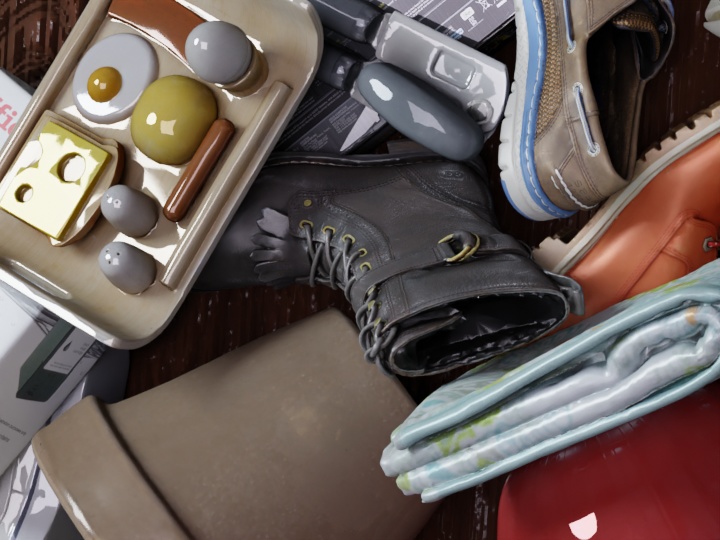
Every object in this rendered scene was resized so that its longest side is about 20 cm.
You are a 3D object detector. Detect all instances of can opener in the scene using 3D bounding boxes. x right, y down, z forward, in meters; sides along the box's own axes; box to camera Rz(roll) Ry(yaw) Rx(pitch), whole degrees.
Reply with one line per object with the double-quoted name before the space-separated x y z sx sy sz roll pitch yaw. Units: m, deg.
"can opener" -0.013 -0.121 1.378 0.200 0.066 0.053 29 102 19

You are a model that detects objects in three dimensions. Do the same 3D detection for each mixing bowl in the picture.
"mixing bowl" 0.144 0.119 1.309 0.200 0.200 0.108 -26 87 17

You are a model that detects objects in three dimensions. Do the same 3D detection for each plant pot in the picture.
"plant pot" -0.046 0.115 1.393 0.175 0.200 0.200 -37 80 -1

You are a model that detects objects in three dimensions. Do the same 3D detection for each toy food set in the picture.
"toy food set" -0.125 -0.076 1.357 0.143 0.060 0.200 29 85 27

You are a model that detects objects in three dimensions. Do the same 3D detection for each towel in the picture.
"towel" 0.121 0.041 1.270 0.200 0.171 0.048 -25 91 27

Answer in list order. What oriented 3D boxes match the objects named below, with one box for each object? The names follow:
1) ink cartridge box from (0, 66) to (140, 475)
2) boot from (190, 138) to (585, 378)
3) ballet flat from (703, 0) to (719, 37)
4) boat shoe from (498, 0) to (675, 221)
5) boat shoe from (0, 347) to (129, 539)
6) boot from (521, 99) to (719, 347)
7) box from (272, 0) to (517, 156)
"ink cartridge box" -0.210 0.003 1.446 0.146 0.084 0.200 39 89 28
"boot" 0.000 0.000 1.346 0.200 0.174 0.069 -15 120 -2
"ballet flat" 0.189 -0.155 1.339 0.072 0.200 0.068 -9 45 48
"boat shoe" 0.123 -0.123 1.356 0.072 0.072 0.200 -8 71 39
"boat shoe" -0.188 0.122 1.487 0.066 0.072 0.200 16 95 21
"boot" 0.166 -0.010 1.374 0.107 0.075 0.200 47 112 7
"box" -0.021 -0.145 1.436 0.200 0.048 0.158 -39 81 15
